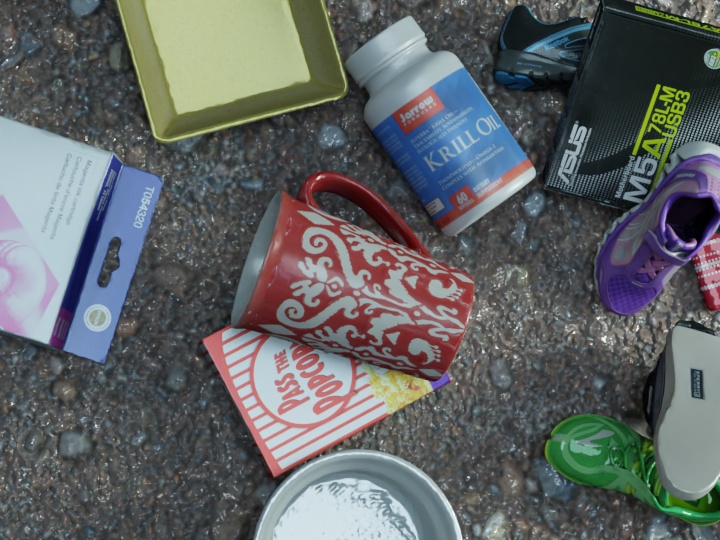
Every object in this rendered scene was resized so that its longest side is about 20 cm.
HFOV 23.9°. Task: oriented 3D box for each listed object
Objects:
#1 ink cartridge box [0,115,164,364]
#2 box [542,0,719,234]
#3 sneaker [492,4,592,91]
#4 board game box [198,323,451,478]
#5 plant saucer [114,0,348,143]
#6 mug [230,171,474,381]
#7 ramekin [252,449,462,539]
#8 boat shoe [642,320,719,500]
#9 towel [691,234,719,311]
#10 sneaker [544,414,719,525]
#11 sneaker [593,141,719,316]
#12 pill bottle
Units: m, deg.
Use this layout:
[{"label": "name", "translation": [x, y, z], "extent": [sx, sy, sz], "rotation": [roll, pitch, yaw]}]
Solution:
[{"label": "ink cartridge box", "translation": [-0.310, -0.033, 1.627], "extent": [0.199, 0.043, 0.197], "rotation": [17, 81, -6]}, {"label": "box", "translation": [0.298, -0.150, 1.671], "extent": [0.193, 0.048, 0.200], "rotation": [14, 117, -6]}, {"label": "sneaker", "translation": [0.236, -0.217, 1.720], "extent": [0.199, 0.073, 0.082], "rotation": [10, 81, -9]}, {"label": "board game box", "translation": [-0.035, 0.089, 1.654], "extent": [0.200, 0.046, 0.152], "rotation": [-28, 88, -11]}, {"label": "plant saucer", "translation": [-0.133, -0.238, 1.675], "extent": [0.199, 0.048, 0.201], "rotation": [-15, 87, -11]}, {"label": "mug", "translation": [0.002, 0.002, 1.583], "extent": [0.199, 0.133, 0.178], "rotation": [20, 82, -10]}, {"label": "ramekin", "translation": [-0.009, 0.270, 1.612], "extent": [0.200, 0.098, 0.201], "rotation": [1, 84, -10]}, {"label": "boat shoe", "translation": [0.310, 0.152, 1.645], "extent": [0.074, 0.093, 0.200], "rotation": [16, 51, -1]}, {"label": "towel", "translation": [0.395, -0.068, 1.755], "extent": [0.144, 0.022, 0.201], "rotation": [-16, 84, -9]}, {"label": "sneaker", "translation": [0.280, 0.193, 1.675], "extent": [0.199, 0.084, 0.074], "rotation": [20, 81, -6]}, {"label": "sneaker", "translation": [0.295, -0.029, 1.662], "extent": [0.080, 0.089, 0.200], "rotation": [25, 120, -12]}, {"label": "pill bottle", "translation": [0.073, -0.143, 1.665], "extent": [0.112, 0.112, 0.200], "rotation": [-36, 90, -11]}]
